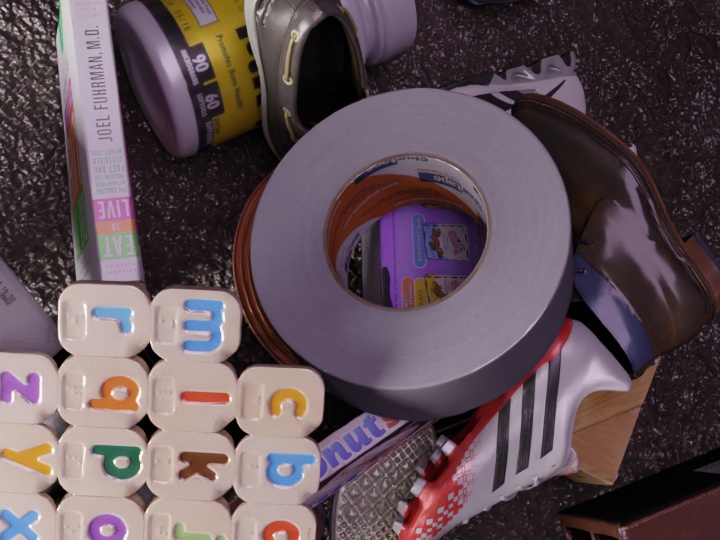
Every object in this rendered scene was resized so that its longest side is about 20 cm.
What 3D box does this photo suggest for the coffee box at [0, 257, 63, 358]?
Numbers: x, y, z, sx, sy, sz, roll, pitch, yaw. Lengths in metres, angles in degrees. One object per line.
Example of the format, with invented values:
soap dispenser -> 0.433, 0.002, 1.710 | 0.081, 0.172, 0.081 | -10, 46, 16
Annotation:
coffee box -> -0.268, 0.002, 0.675 | 0.080, 0.199, 0.114 | -42, 122, -17

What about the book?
book -> -0.176, -0.083, 0.763 | 0.048, 0.134, 0.202 | -6, 83, -16

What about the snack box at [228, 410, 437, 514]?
snack box -> -0.018, 0.125, 0.722 | 0.199, 0.072, 0.024 | -31, 73, -24

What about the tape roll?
tape roll -> 0.034, -0.011, 0.706 | 0.198, 0.066, 0.202 | -5, 64, 10

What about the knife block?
knife block -> 0.126, 0.084, 0.861 | 0.174, 0.064, 0.202 | 28, 76, -11

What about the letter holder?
letter holder -> 0.278, 0.226, 0.867 | 0.198, 0.100, 0.144 | -16, 88, -18

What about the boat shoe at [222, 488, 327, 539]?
boat shoe -> -0.105, 0.128, 0.789 | 0.200, 0.065, 0.072 | 40, 112, 11

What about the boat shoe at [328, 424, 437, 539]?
boat shoe -> 0.010, 0.194, 0.802 | 0.074, 0.062, 0.202 | 9, 90, -3

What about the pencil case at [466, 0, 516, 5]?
pencil case -> 0.107, -0.318, 0.903 | 0.083, 0.090, 0.202 | -4, 83, -58

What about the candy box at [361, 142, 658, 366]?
candy box -> 0.103, -0.008, 0.812 | 0.198, 0.072, 0.170 | 3, 71, -11

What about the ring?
ring -> 0.000, 0.000, 0.849 | 0.198, 0.019, 0.203 | 5, 70, -15

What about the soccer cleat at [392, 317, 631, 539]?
soccer cleat -> 0.095, 0.123, 0.734 | 0.085, 0.069, 0.201 | 35, 97, 1

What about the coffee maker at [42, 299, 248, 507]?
coffee maker -> -0.190, 0.109, 0.696 | 0.200, 0.135, 0.192 | -41, 104, 9

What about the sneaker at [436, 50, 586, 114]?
sneaker -> 0.099, -0.106, 0.876 | 0.198, 0.074, 0.089 | -18, 89, -21

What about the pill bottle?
pill bottle -> -0.066, -0.170, 0.818 | 0.199, 0.114, 0.115 | -26, 89, -18

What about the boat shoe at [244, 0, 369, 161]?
boat shoe -> -0.028, -0.114, 0.762 | 0.072, 0.203, 0.060 | -32, 55, -13

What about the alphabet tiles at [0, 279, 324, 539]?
alphabet tiles -> -0.119, 0.105, 0.625 | 0.193, 0.015, 0.202 | 3, 102, -5

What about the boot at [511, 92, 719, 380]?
boot -> 0.152, -0.023, 0.749 | 0.097, 0.075, 0.200 | -41, 86, -24
